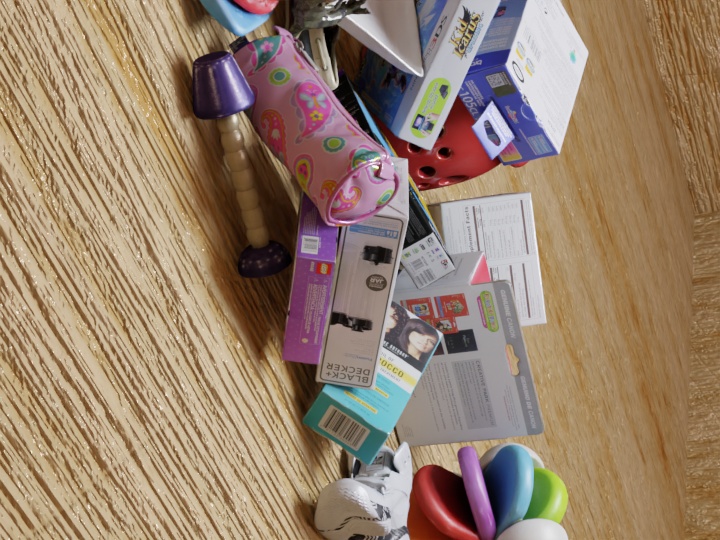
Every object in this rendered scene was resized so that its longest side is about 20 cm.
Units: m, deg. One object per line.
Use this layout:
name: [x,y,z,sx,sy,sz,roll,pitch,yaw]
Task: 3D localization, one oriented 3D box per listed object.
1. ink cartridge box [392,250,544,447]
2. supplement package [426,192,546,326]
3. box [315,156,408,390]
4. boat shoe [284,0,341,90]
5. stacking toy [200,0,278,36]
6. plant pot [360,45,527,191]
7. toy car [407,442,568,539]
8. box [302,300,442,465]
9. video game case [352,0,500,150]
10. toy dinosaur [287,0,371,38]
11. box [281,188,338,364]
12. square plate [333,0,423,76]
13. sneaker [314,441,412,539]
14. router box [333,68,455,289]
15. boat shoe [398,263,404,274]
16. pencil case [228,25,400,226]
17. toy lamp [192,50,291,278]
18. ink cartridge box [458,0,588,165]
ink cartridge box: [0.112,0.088,1.873,0.084,0.174,0.202,-60,140,-59]
supplement package: [0.149,-0.011,2.012,0.200,0.110,0.157,-124,-153,-87]
box: [0.001,0.001,1.611,0.117,0.060,0.201,-88,-173,-56]
boat shoe: [-0.044,-0.255,1.709,0.071,0.062,0.201,60,29,-45]
stacking toy: [-0.055,-0.307,1.474,0.117,0.199,0.110,57,27,-11]
plant pot: [0.113,-0.198,1.966,0.200,0.181,0.203,-4,90,-71]
toy car: [0.126,0.261,1.838,0.176,0.199,0.150,-101,165,-52]
box: [0.016,0.108,1.702,0.049,0.082,0.200,-58,180,34]
video game case: [0.066,-0.244,1.776,0.182,0.045,0.200,-64,-157,12]
toy dinosaur: [-0.032,-0.248,1.560,0.048,0.088,0.200,54,-15,4]
box: [-0.042,-0.032,1.568,0.138,0.039,0.201,101,-5,-45]
square plate: [-0.019,-0.304,1.701,0.198,0.028,0.201,34,34,-32]
sneaker: [0.004,0.220,1.683,0.200,0.074,0.116,59,30,-60]
router box: [0.023,-0.095,1.761,0.200,0.051,0.150,55,8,-46]
boat shoe: [0.000,0.000,1.789,0.072,0.063,0.200,38,14,3]
pencil case: [-0.046,-0.131,1.502,0.200,0.087,0.087,54,3,31]
toy lamp: [-0.109,-0.095,1.487,0.058,0.058,0.202,-57,140,-61]
ink cartridge box: [0.169,-0.211,1.796,0.137,0.076,0.201,53,40,-34]
